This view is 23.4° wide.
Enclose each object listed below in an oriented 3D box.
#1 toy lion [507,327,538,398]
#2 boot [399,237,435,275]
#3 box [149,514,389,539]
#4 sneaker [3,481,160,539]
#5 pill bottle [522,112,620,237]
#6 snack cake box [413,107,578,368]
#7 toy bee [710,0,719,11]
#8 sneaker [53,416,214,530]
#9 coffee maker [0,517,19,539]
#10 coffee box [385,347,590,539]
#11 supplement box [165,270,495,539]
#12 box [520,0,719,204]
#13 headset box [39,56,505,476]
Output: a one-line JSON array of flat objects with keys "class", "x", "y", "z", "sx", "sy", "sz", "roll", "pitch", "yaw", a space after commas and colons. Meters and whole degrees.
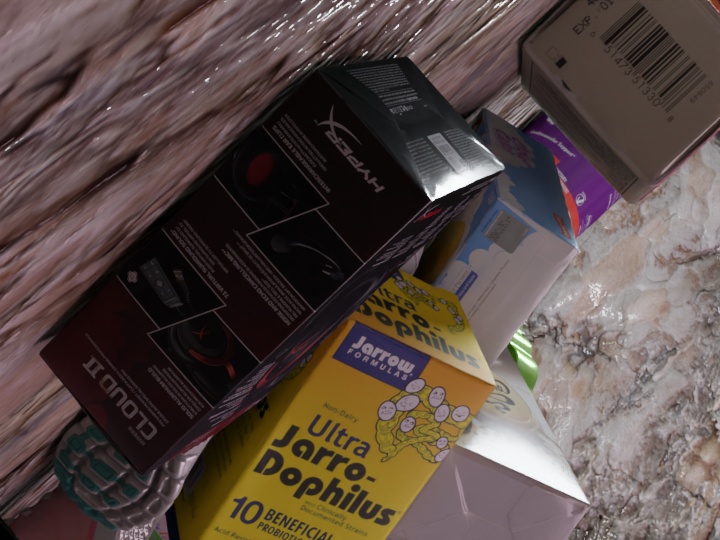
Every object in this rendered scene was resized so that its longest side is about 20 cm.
[{"class": "toy lion", "x": 0.074, "y": 0.075, "z": 1.383, "sx": 0.191, "sy": 0.068, "sz": 0.201, "roll": 12, "pitch": -108, "yaw": 54}, {"class": "boot", "x": 0.000, "y": 0.000, "z": 1.176, "sx": 0.096, "sy": 0.074, "sz": 0.200, "roll": -48, "pitch": -175, "yaw": -36}, {"class": "box", "x": -0.062, "y": 0.168, "z": 1.279, "sx": 0.176, "sy": 0.201, "sz": 0.096, "roll": -40, "pitch": -166, "yaw": -26}, {"class": "sneaker", "x": -0.187, "y": 0.157, "z": 1.114, "sx": 0.076, "sy": 0.104, "sz": 0.202, "roll": 65, "pitch": 40, "yaw": -61}, {"class": "pill bottle", "x": 0.210, "y": -0.108, "z": 1.673, "sx": 0.200, "sy": 0.113, "sz": 0.113, "roll": -40, "pitch": 175, "yaw": -27}, {"class": "snack cake box", "x": 0.082, "y": -0.023, "z": 1.192, "sx": 0.115, "sy": 0.067, "sz": 0.200, "roll": -55, "pitch": -168, "yaw": 18}, {"class": "toy bee", "x": 0.345, "y": -0.248, "z": 1.552, "sx": 0.200, "sy": 0.109, "sz": 0.131, "roll": -41, "pitch": 174, "yaw": -16}, {"class": "sneaker", "x": -0.105, "y": 0.079, "z": 1.026, "sx": 0.200, "sy": 0.078, "sz": 0.091, "roll": -43, "pitch": -179, "yaw": 35}, {"class": "coffee maker", "x": -0.235, "y": 0.181, "z": 0.670, "sx": 0.191, "sy": 0.136, "sz": 0.200, "roll": -14, "pitch": -164, "yaw": 44}, {"class": "coffee box", "x": 0.059, "y": 0.106, "z": 1.148, "sx": 0.080, "sy": 0.112, "sz": 0.200, "roll": -56, "pitch": -154, "yaw": 18}, {"class": "supplement box", "x": -0.025, "y": 0.097, "z": 1.056, "sx": 0.201, "sy": 0.108, "sz": 0.110, "roll": -56, "pitch": -154, "yaw": 19}, {"class": "box", "x": 0.190, "y": -0.131, "z": 1.192, "sx": 0.109, "sy": 0.128, "sz": 0.200, "roll": -43, "pitch": 176, "yaw": 3}, {"class": "headset box", "x": -0.042, "y": 0.000, "z": 0.783, "sx": 0.200, "sy": 0.075, "sz": 0.149, "roll": -44, "pitch": 175, "yaw": 19}]
